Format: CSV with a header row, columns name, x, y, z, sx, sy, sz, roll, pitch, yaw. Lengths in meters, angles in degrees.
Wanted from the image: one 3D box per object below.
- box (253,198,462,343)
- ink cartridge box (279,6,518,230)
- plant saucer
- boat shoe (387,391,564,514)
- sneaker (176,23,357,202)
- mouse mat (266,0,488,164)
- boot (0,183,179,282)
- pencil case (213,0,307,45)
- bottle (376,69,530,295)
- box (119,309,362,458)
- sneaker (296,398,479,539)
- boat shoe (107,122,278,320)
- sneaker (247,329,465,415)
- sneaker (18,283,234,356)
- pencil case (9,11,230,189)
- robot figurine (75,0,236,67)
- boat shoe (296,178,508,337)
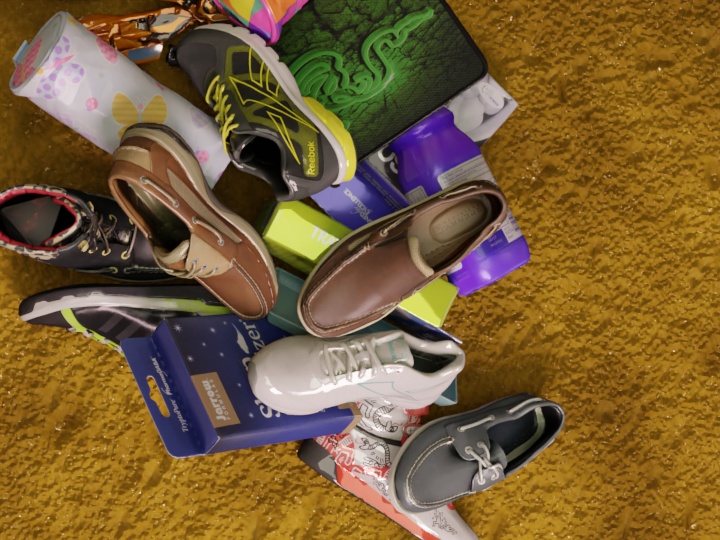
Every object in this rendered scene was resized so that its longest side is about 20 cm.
name,x,y,z,sx,sy,sz,roll,pitch,yaw
box,0.000,0.000,1.207,0.199,0.122,0.048,29,83,-10
ink cartridge box,0.012,-0.150,1.249,0.198,0.043,0.200,43,84,-9
plant saucer,0.002,0.064,1.234,0.199,0.070,0.019,26,123,-15
boat shoe,0.108,0.163,1.220,0.199,0.062,0.073,-22,97,-38
sneaker,-0.093,-0.136,1.139,0.200,0.075,0.084,40,50,18
mouse mat,-0.005,-0.181,1.189,0.199,0.008,0.162,-34,71,4
boot,-0.223,-0.030,1.146,0.202,0.154,0.074,10,89,-11
pencil case,-0.046,-0.287,1.187,0.088,0.088,0.200,47,64,-8
bottle,0.077,-0.081,1.202,0.083,0.065,0.201,-28,90,-44
box,-0.100,0.094,1.156,0.199,0.032,0.122,-4,55,-44
sneaker,0.050,0.179,1.246,0.201,0.067,0.108,33,87,-7
boat shoe,-0.146,-0.028,1.123,0.200,0.075,0.074,53,43,-27
sneaker,-0.001,0.078,1.151,0.199,0.080,0.071,-1,67,-28
sneaker,-0.203,0.054,1.193,0.198,0.072,0.084,0,92,-11
pencil case,-0.202,-0.137,1.156,0.199,0.091,0.084,34,88,-29
robot figurine,-0.187,-0.245,1.200,0.198,0.058,0.146,-11,95,-11
boat shoe,0.035,-0.014,1.112,0.202,0.075,0.075,-37,98,-7
